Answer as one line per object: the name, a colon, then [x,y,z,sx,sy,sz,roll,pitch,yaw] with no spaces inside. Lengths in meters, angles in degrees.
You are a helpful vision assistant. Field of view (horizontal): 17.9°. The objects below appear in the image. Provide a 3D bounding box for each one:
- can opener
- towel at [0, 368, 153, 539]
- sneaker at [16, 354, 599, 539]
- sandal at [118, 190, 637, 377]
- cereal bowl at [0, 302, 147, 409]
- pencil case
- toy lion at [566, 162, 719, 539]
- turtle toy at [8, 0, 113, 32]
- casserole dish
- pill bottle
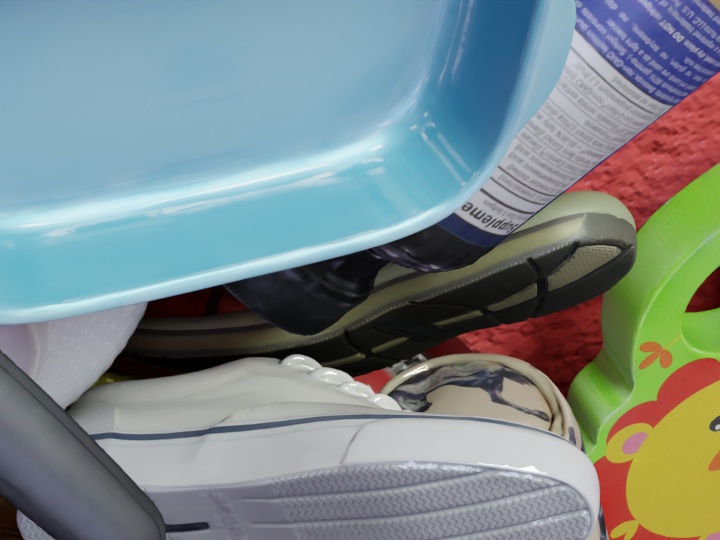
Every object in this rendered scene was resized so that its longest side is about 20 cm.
can opener: [-0.123,0.012,0.610,0.079,0.063,0.200,-40,108,-1]
towel: [-0.071,0.097,0.925,0.200,0.023,0.144,12,129,-33]
sneaker: [-0.018,0.060,0.774,0.200,0.071,0.073,0,136,13]
sandal: [0.001,0.000,0.818,0.201,0.057,0.080,-16,163,18]
cereal bowl: [-0.157,0.003,0.742,0.200,0.083,0.200,-11,139,-10]
pencil case: [0.053,0.119,0.873,0.089,0.078,0.200,-7,130,11]
toy lion: [0.151,0.038,0.899,0.192,0.069,0.200,-32,138,1]
turtle toy: [-0.050,-0.129,0.623,0.146,0.101,0.200,-19,139,-21]
casserole dish: [-0.036,-0.051,0.602,0.200,0.039,0.121,-14,137,-28]
pill bottle: [0.033,-0.071,0.717,0.200,0.112,0.112,-38,136,20]
